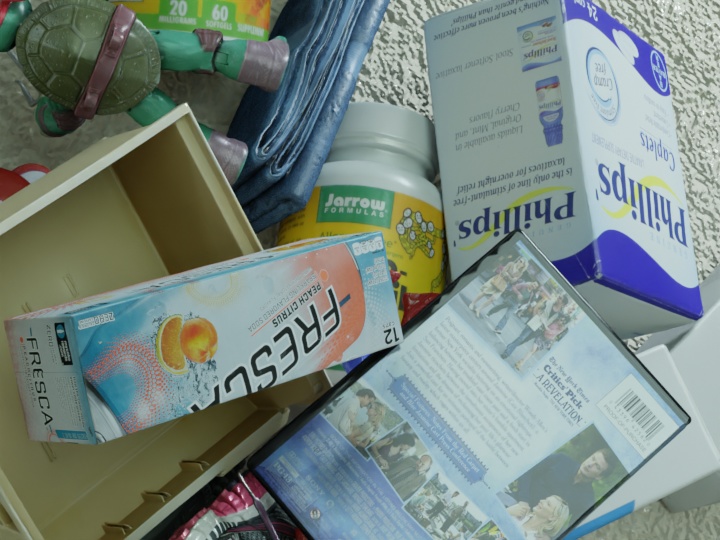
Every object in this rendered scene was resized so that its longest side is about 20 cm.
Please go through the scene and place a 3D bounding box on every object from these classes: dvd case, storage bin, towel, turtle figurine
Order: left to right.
[{"bbox_3d":[-0.142,0.050,0.881,0.200,0.094,0.199,-38,109,-35],"label":"storage bin"},{"bbox_3d":[-0.149,-0.126,0.951,0.200,0.150,0.101,23,28,-16],"label":"turtle figurine"},{"bbox_3d":[-0.043,-0.120,1.066,0.048,0.112,0.200,31,61,-20],"label":"towel"},{"bbox_3d":[0.059,0.092,0.886,0.200,0.018,0.143,-40,82,-8],"label":"dvd case"}]

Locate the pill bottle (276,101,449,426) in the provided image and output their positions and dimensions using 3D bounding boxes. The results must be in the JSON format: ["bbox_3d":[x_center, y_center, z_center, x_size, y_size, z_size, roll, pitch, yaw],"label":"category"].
[{"bbox_3d":[0.000,0.000,1.053,0.113,0.113,0.200,16,69,-19],"label":"pill bottle"}]

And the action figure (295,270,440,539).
[{"bbox_3d":[0.005,0.101,0.936,0.065,0.052,0.200,26,71,-39],"label":"action figure"}]

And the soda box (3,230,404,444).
[{"bbox_3d":[-0.074,0.031,0.833,0.200,0.068,0.064,-17,98,-40],"label":"soda box"}]

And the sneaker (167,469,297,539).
[{"bbox_3d":[-0.074,0.168,0.885,0.075,0.081,0.200,44,21,5],"label":"sneaker"}]

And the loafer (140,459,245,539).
[{"bbox_3d":[-0.147,0.151,0.975,0.070,0.075,0.200,31,56,18],"label":"loafer"}]

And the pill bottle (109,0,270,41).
[{"bbox_3d":[-0.108,-0.233,1.045,0.111,0.111,0.200,3,92,-23],"label":"pill bottle"}]

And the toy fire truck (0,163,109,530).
[{"bbox_3d":[-0.205,0.046,0.949,0.168,0.112,0.200,40,63,-9],"label":"toy fire truck"}]

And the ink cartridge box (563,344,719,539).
[{"bbox_3d":[0.099,0.129,1.009,0.144,0.200,0.084,-20,80,-27],"label":"ink cartridge box"}]

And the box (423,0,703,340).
[{"bbox_3d":[0.137,-0.063,1.089,0.184,0.105,0.200,17,64,-57],"label":"box"}]

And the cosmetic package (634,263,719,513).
[{"bbox_3d":[0.268,0.065,1.166,0.200,0.085,0.108,-40,92,-27],"label":"cosmetic package"}]
